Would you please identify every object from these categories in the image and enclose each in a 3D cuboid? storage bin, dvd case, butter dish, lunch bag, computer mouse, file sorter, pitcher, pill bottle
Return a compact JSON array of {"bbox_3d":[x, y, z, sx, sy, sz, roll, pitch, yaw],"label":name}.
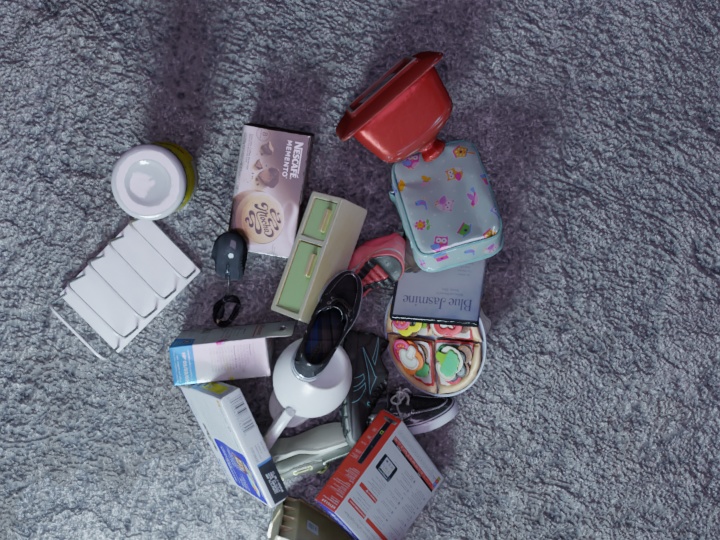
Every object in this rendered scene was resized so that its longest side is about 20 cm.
[{"bbox_3d":[-0.067,0.482,1.722,0.198,0.200,0.094,32,96,-5],"label":"storage bin"},{"bbox_3d":[0.130,-0.008,1.670,0.141,0.018,0.202,4,65,15],"label":"dvd case"},{"bbox_3d":[0.074,-0.233,1.626,0.200,0.200,0.148,-41,104,5],"label":"butter dish"},{"bbox_3d":[0.133,-0.103,1.663,0.159,0.077,0.201,-18,61,5],"label":"lunch bag"},{"bbox_3d":[-0.217,0.020,1.693,0.058,0.034,0.201,10,129,0],"label":"computer mouse"},{"bbox_3d":[-0.384,0.027,1.694,0.200,0.125,0.139,-44,96,6],"label":"file sorter"},{"bbox_3d":[-0.096,0.199,1.653,0.121,0.200,0.172,31,62,-4],"label":"pitcher"},{"bbox_3d":[-0.313,-0.143,1.630,0.111,0.200,0.114,0,98,-1],"label":"pill bottle"}]

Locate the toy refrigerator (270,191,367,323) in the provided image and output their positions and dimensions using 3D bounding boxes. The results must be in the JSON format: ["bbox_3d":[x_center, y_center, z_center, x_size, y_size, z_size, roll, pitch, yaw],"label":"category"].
[{"bbox_3d":[-0.068,-0.018,1.657,0.070,0.076,0.201,23,87,-46],"label":"toy refrigerator"}]

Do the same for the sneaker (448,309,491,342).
[{"bbox_3d":[0.144,0.034,1.728,0.075,0.081,0.201,-39,78,39],"label":"sneaker"}]

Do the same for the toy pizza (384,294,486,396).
[{"bbox_3d":[0.114,0.110,1.699,0.199,0.032,0.202,10,107,36],"label":"toy pizza"}]

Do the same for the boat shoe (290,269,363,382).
[{"bbox_3d":[-0.045,0.074,1.572,0.070,0.066,0.201,33,59,-3],"label":"boat shoe"}]

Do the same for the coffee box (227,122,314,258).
[{"bbox_3d":[-0.145,-0.130,1.693,0.112,0.080,0.202,10,99,0],"label":"coffee box"}]

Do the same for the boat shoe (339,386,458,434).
[{"bbox_3d":[0.063,0.231,1.751,0.198,0.074,0.069,-11,113,11],"label":"boat shoe"}]

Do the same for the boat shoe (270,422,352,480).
[{"bbox_3d":[-0.085,0.308,1.750,0.200,0.072,0.061,-18,112,20],"label":"boat shoe"}]

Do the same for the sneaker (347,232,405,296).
[{"bbox_3d":[0.000,0.000,1.710,0.199,0.087,0.074,-24,120,35],"label":"sneaker"}]

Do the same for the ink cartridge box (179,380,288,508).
[{"bbox_3d":[-0.206,0.272,1.698,0.047,0.200,0.199,-30,105,-21],"label":"ink cartridge box"}]

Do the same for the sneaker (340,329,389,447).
[{"bbox_3d":[0.008,0.190,1.706,0.079,0.076,0.202,5,64,-6],"label":"sneaker"}]

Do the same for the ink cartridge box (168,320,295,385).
[{"bbox_3d":[-0.203,0.134,1.713,0.198,0.115,0.068,-6,99,1],"label":"ink cartridge box"}]

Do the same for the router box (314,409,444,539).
[{"bbox_3d":[0.036,0.352,1.693,0.180,0.049,0.200,-51,137,-17],"label":"router box"}]
